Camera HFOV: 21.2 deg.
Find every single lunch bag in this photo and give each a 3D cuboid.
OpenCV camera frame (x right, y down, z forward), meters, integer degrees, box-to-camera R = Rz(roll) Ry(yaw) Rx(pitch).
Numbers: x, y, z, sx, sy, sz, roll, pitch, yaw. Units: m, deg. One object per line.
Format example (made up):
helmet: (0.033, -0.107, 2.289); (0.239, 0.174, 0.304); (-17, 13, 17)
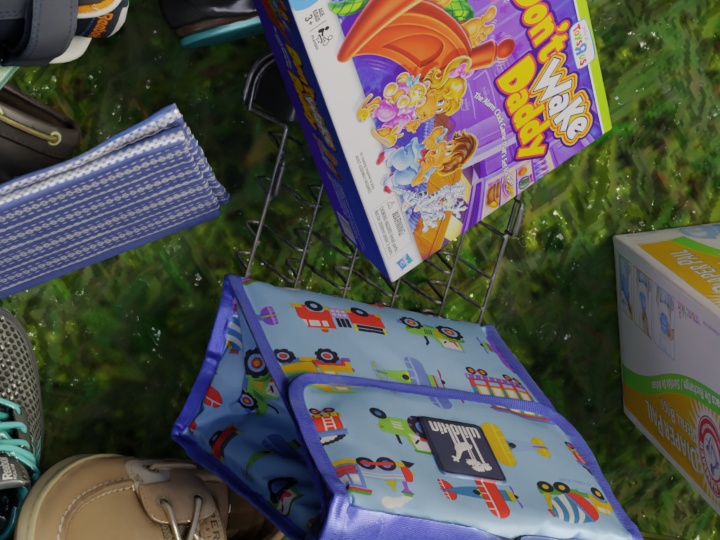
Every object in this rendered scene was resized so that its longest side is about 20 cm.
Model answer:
lunch bag: (0.022, 0.090, 0.867); (0.150, 0.200, 0.094); (12, 106, -26)

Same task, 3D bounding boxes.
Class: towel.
towel: (-0.136, -0.027, 0.884); (0.145, 0.200, 0.024); (-22, 83, -2)

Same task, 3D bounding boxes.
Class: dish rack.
dish rack: (0.000, 0.000, 0.969); (0.153, 0.055, 0.200); (9, 106, -24)

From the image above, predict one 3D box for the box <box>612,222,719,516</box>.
box: (0.204, 0.044, 0.946); (0.112, 0.200, 0.101); (-7, 104, -7)

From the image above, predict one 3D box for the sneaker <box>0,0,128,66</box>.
sneaker: (-0.144, -0.115, 0.764); (0.200, 0.078, 0.079); (-33, 93, -24)

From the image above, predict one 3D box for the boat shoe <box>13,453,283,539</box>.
boat shoe: (-0.095, 0.121, 0.920); (0.064, 0.200, 0.071); (0, 93, 22)

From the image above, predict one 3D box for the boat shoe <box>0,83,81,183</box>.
boat shoe: (-0.226, -0.101, 0.915); (0.201, 0.072, 0.061); (37, 96, -23)

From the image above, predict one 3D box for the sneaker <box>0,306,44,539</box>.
sneaker: (-0.175, 0.101, 0.911); (0.078, 0.091, 0.200); (17, 58, -29)

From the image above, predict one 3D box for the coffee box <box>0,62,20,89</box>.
coffee box: (-0.186, -0.131, 0.814); (0.123, 0.044, 0.200); (40, 72, -15)

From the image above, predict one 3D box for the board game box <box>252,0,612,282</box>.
board game box: (0.033, -0.104, 0.848); (0.134, 0.045, 0.200); (-35, 141, -12)

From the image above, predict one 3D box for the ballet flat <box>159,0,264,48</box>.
ballet flat: (0.000, -0.154, 0.941); (0.200, 0.068, 0.068); (-7, 91, -7)

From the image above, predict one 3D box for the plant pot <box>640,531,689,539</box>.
plant pot: (0.123, 0.237, 1.006); (0.187, 0.187, 0.200); (8, 87, -11)
